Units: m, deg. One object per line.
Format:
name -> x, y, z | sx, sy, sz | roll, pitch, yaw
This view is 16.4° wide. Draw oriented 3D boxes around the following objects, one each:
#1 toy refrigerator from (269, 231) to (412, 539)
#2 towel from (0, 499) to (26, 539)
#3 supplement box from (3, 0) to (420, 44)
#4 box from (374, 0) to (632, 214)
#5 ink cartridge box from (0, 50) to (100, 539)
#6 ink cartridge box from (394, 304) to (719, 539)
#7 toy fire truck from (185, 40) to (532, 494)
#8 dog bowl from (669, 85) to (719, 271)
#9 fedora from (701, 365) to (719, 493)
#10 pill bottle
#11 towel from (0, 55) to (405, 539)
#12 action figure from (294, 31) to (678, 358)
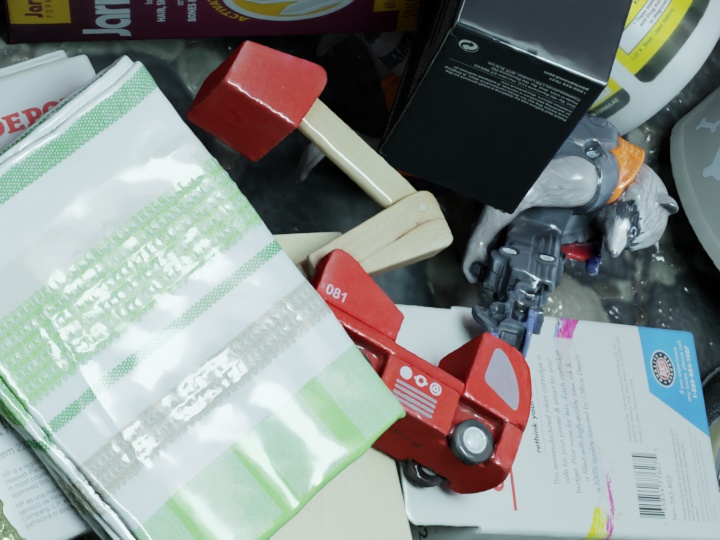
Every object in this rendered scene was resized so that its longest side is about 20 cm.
toy refrigerator -> -0.034, 0.088, 1.166 | 0.076, 0.070, 0.200 | -4, 73, -31
towel -> -0.215, 0.109, 1.003 | 0.148, 0.036, 0.200 | -28, 88, -1
supplement box -> -0.070, -0.168, 1.166 | 0.200, 0.110, 0.086 | -2, 70, -5
box -> 0.084, -0.149, 1.169 | 0.079, 0.141, 0.200 | 23, 64, -8
ink cartridge box -> -0.154, 0.021, 1.096 | 0.144, 0.085, 0.200 | -22, 86, -39
ink cartridge box -> 0.080, 0.086, 1.247 | 0.200, 0.068, 0.115 | 7, 66, -34
toy fire truck -> 0.000, 0.000, 1.148 | 0.200, 0.049, 0.141 | 30, 59, -16
dog bowl -> 0.270, -0.039, 1.408 | 0.200, 0.059, 0.200 | 23, 42, -23
fedora -> 0.269, 0.120, 1.352 | 0.200, 0.092, 0.201 | 14, 64, -31
pill bottle -> 0.092, -0.172, 1.334 | 0.200, 0.112, 0.113 | 41, 53, -16
towel -> -0.087, 0.025, 1.049 | 0.149, 0.031, 0.200 | -41, 96, -25
action figure -> 0.068, -0.049, 1.241 | 0.193, 0.105, 0.200 | 19, 27, -10
